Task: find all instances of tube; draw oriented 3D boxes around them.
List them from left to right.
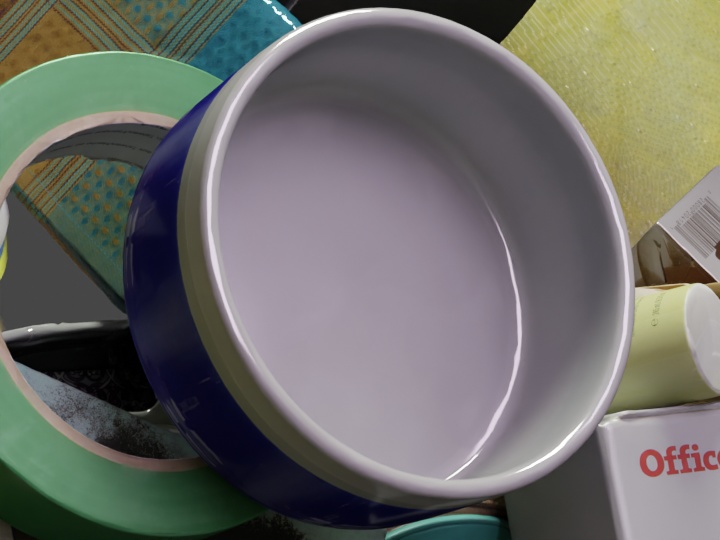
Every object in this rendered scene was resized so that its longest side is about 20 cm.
[{"bbox_3d":[0.071,0.052,1.207,0.058,0.200,0.052,2,75,-58],"label":"tube"}]

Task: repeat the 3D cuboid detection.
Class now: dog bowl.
[{"bbox_3d":[0.008,0.001,1.067,0.200,0.079,0.201,10,70,-28],"label":"dog bowl"}]

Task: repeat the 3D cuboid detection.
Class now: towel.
[{"bbox_3d":[-0.109,-0.089,1.211,0.200,0.147,0.022,44,-2,33],"label":"towel"}]

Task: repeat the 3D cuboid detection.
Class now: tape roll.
[{"bbox_3d":[-0.094,0.013,1.077,0.200,0.048,0.201,10,69,-28],"label":"tape roll"}]

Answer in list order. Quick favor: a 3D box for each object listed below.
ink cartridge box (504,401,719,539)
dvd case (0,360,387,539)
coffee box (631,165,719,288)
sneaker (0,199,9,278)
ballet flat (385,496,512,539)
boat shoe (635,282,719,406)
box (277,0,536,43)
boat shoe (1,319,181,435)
[{"bbox_3d":[0.154,0.163,1.185,0.146,0.083,0.200,-2,78,-36],"label":"ink cartridge box"},{"bbox_3d":[-0.092,0.135,1.081,0.200,0.022,0.146,26,63,-20],"label":"dvd case"},{"bbox_3d":[0.205,0.063,1.338,0.200,0.114,0.080,45,41,6],"label":"coffee box"},{"bbox_3d":[-0.189,-0.003,1.123,0.076,0.105,0.200,32,42,-7],"label":"sneaker"},{"bbox_3d":[0.060,0.124,1.231,0.200,0.071,0.065,4,25,-36],"label":"ballet flat"},{"bbox_3d":[0.140,0.042,1.268,0.069,0.200,0.074,10,83,-38],"label":"boat shoe"},{"bbox_3d":[0.008,-0.229,1.462,0.148,0.104,0.200,5,52,-33],"label":"box"},{"bbox_3d":[-0.096,0.050,1.169,0.200,0.069,0.072,3,52,-33],"label":"boat shoe"}]
